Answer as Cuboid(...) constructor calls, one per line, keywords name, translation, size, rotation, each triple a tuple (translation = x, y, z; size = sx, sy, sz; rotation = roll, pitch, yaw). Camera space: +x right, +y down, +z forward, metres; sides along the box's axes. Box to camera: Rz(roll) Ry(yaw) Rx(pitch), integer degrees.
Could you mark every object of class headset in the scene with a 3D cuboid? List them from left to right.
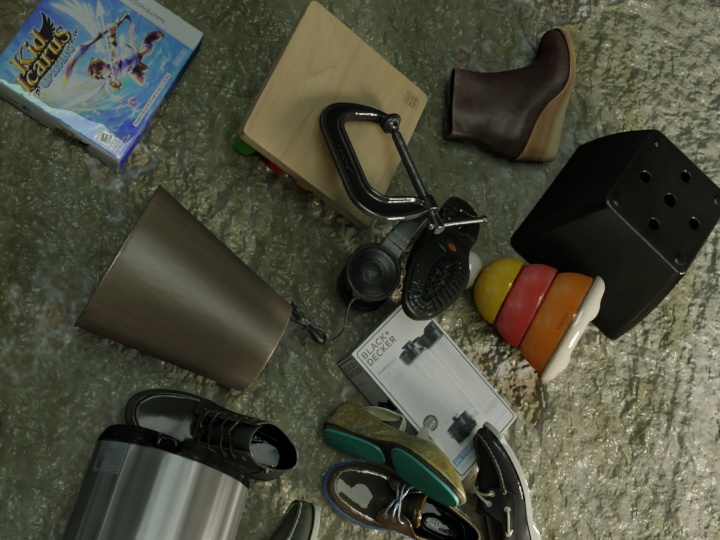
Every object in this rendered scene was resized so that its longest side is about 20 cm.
Cuboid(name="headset", translation=(0.000, 0.000, 1.214), size=(0.093, 0.124, 0.201), rotation=(37, 75, 1))

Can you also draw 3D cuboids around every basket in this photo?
Cuboid(name="basket", translation=(-0.186, 0.034, 1.137), size=(0.198, 0.136, 0.182), rotation=(32, 81, -12))

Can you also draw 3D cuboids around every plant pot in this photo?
Cuboid(name="plant pot", translation=(0.351, -0.062, 1.315), size=(0.200, 0.177, 0.200), rotation=(42, 68, -4))

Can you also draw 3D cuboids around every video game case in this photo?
Cuboid(name="video game case", translation=(-0.313, -0.251, 1.216), size=(0.179, 0.045, 0.202), rotation=(31, 69, -7))

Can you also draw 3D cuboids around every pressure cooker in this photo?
Cuboid(name="pressure cooker", translation=(-0.218, 0.277, 1.036), size=(0.176, 0.176, 0.203), rotation=(19, 67, -8))

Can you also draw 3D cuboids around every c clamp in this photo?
Cuboid(name="c clamp", translation=(0.039, -0.123, 1.209), size=(0.168, 0.027, 0.202), rotation=(-11, 63, -34))

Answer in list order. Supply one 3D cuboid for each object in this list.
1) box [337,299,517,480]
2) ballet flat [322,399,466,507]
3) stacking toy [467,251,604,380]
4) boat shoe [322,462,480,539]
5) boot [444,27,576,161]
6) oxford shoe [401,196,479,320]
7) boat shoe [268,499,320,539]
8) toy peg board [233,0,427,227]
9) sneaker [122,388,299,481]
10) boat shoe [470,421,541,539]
Cuboid(name="box", translation=(0.080, 0.144, 1.232), size=(0.116, 0.060, 0.201), rotation=(-40, 90, -23))
Cuboid(name="ballet flat", translation=(0.046, 0.199, 1.159), size=(0.197, 0.071, 0.071), rotation=(20, 64, 32))
Cuboid(name="stacking toy", translation=(0.195, 0.030, 1.281), size=(0.198, 0.147, 0.147), rotation=(32, 67, 10))
Cuboid(name="boat shoe", translation=(0.053, 0.272, 1.182), size=(0.197, 0.072, 0.073), rotation=(22, 70, -12))
Cuboid(name="boot", translation=(0.201, -0.253, 1.371), size=(0.163, 0.072, 0.204), rotation=(14, 75, -17))
Cuboid(name="oxford shoe", translation=(0.087, 0.001, 1.227), size=(0.072, 0.084, 0.201), rotation=(39, 41, -7))
Cuboid(name="boat shoe", translation=(-0.107, 0.340, 1.112), size=(0.060, 0.072, 0.204), rotation=(31, 72, -13))
Cuboid(name="toy peg board", translation=(-0.047, -0.186, 1.274), size=(0.198, 0.097, 0.203), rotation=(35, 67, -24))
Cuboid(name="sneaker", translation=(-0.162, 0.173, 1.119), size=(0.197, 0.106, 0.076), rotation=(20, 70, -12))
Cuboid(name="boat shoe", translation=(0.161, 0.270, 1.190), size=(0.059, 0.074, 0.203), rotation=(-24, 119, -12))
